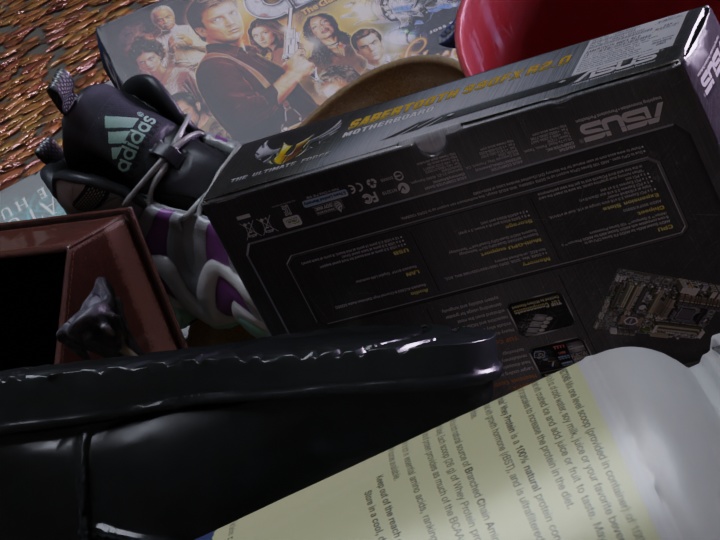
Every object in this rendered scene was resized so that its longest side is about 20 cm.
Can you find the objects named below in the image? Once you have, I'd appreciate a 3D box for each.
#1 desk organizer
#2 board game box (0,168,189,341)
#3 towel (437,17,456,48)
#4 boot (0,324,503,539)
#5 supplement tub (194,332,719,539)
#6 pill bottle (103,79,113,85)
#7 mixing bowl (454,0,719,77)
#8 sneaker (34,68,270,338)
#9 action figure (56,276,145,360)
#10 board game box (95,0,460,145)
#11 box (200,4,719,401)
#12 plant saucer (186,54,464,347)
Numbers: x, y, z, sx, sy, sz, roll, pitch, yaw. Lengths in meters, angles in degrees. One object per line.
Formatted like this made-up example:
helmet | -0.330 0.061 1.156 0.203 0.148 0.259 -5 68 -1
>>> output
desk organizer | -0.171 0.026 1.058 0.077 0.072 0.200 -31 17 -37
board game box | -0.131 0.003 1.203 0.200 0.028 0.135 -29 58 -2
towel | 0.152 -0.144 1.116 0.200 0.024 0.145 0 -31 -27
boot | -0.042 0.105 0.778 0.198 0.163 0.073 -7 2 15
supplement tub | 0.051 0.109 0.672 0.200 0.145 0.145 -25 20 3
pill bottle | -0.050 -0.086 1.313 0.200 0.114 0.114 -22 21 13
mixing bowl | 0.142 -0.064 0.992 0.200 0.108 0.200 -5 42 4
sneaker | -0.075 -0.038 1.022 0.200 0.140 0.078 -8 43 51
action figure | -0.041 0.090 0.869 0.119 0.200 0.102 -51 -17 1
board game box | -0.016 -0.104 1.201 0.200 0.035 0.136 -25 56 -9
box | 0.063 0.005 0.891 0.200 0.158 0.048 -15 25 29
plant saucer | 0.000 0.000 1.062 0.200 0.035 0.200 -35 38 32
